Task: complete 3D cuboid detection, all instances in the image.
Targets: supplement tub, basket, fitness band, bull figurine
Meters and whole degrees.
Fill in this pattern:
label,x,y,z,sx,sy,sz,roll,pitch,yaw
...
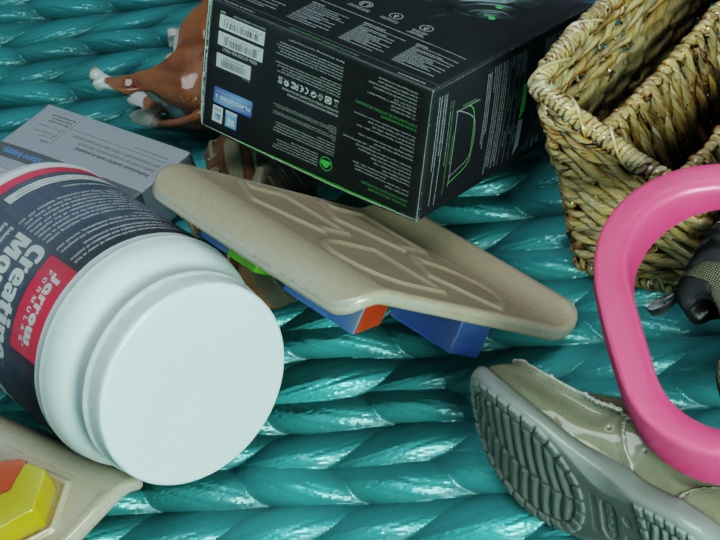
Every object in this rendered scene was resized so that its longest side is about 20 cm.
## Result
label,x,y,z,sx,sy,sz,roll,pitch,yaw
supplement tub,-0.150,0.029,1.372,0.140,0.141,0.200,-34,38,-22
basket,0.214,-0.097,1.375,0.142,0.149,0.200,15,46,38
fitness band,0.195,0.022,1.194,0.143,0.037,0.200,-16,48,7
bull figurine,-0.104,-0.169,1.685,0.121,0.065,0.200,1,37,31

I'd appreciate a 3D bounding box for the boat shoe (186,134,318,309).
label,x,y,z,sx,sy,sz,roll,pitch,yaw
boat shoe,-0.069,-0.035,1.491,0.074,0.076,0.200,-27,28,17

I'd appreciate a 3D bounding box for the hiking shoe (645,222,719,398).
label,x,y,z,sx,sy,sz,roll,pitch,yaw
hiking shoe,0.244,0.049,1.246,0.101,0.076,0.200,-51,51,8

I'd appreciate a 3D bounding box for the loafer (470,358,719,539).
label,x,y,z,sx,sy,sz,roll,pitch,yaw
loafer,0.136,0.103,1.216,0.070,0.075,0.200,-32,46,-27

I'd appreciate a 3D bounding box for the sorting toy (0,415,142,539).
label,x,y,z,sx,sy,sz,roll,pitch,yaw
sorting toy,-0.252,0.150,1.344,0.185,0.037,0.200,18,48,40

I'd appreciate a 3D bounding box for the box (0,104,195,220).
label,x,y,z,sx,sy,sz,roll,pitch,yaw
box,-0.227,-0.028,1.569,0.156,0.041,0.200,20,51,42

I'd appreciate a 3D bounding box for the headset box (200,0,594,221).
label,x,y,z,sx,sy,sz,roll,pitch,yaw
headset box,0.028,-0.135,1.487,0.174,0.093,0.200,25,35,27

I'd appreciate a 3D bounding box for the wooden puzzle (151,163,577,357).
label,x,y,z,sx,sy,sz,roll,pitch,yaw
wooden puzzle,0.000,0.000,1.355,0.200,0.046,0.185,6,19,-47
